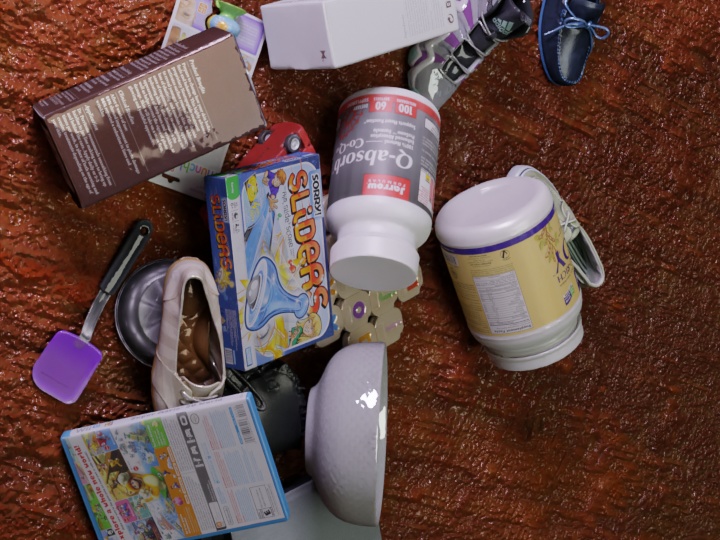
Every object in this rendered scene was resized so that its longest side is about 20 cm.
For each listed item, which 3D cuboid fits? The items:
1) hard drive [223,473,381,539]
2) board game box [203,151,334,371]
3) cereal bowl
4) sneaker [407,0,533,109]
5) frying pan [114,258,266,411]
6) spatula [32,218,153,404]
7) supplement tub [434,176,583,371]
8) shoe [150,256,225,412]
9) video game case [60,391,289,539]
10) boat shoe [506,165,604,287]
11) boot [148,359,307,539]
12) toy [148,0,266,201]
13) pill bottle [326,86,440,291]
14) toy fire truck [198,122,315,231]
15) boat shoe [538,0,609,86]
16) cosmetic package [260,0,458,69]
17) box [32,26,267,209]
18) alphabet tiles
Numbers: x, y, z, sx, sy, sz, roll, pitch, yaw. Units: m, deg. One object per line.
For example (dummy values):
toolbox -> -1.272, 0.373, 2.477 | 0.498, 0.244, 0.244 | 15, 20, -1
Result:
hard drive -> -0.065, 0.308, 1.593 | 0.200, 0.033, 0.140 | -22, 111, -35
board game box -> -0.092, -0.012, 1.436 | 0.135, 0.034, 0.201 | -21, 112, -45
cereal bowl -> -0.016, 0.177, 1.521 | 0.083, 0.200, 0.201 | 2, 99, 3
sneaker -> 0.140, -0.271, 1.591 | 0.078, 0.140, 0.201 | 30, 78, -39
frying pan -> -0.179, 0.079, 1.426 | 0.115, 0.031, 0.191 | -24, 92, -22
spatula -> -0.261, 0.035, 1.391 | 0.056, 0.021, 0.201 | 33, 74, -25
supplement tub -> 0.184, 0.004, 1.673 | 0.145, 0.145, 0.201 | -36, 119, -29
shoe -> -0.171, 0.089, 1.385 | 0.070, 0.053, 0.201 | -5, 104, -21
video game case -> -0.185, 0.207, 1.398 | 0.199, 0.018, 0.144 | -13, 110, 9
boat shoe -> 0.253, -0.056, 1.772 | 0.072, 0.062, 0.200 | -52, 124, -21
boot -> -0.132, 0.197, 1.493 | 0.162, 0.073, 0.199 | -17, 102, -34
toy -> -0.159, -0.179, 1.423 | 0.115, 0.047, 0.201 | 19, 85, -39
pill bottle -> 0.024, -0.087, 1.506 | 0.116, 0.116, 0.201 | 27, 59, -39
toy fire truck -> -0.103, -0.045, 1.486 | 0.200, 0.049, 0.141 | -52, 134, -27
boat shoe -> 0.267, -0.331, 1.733 | 0.084, 0.069, 0.201 | -8, 103, -38
cosmetic package -> 0.002, -0.271, 1.493 | 0.200, 0.101, 0.072 | -25, 113, -41
box -> -0.203, -0.150, 1.341 | 0.199, 0.075, 0.100 | -25, 114, -12
alphabet tiles -> 0.000, 0.000, 1.592 | 0.195, 0.015, 0.201 | -28, 115, -43
